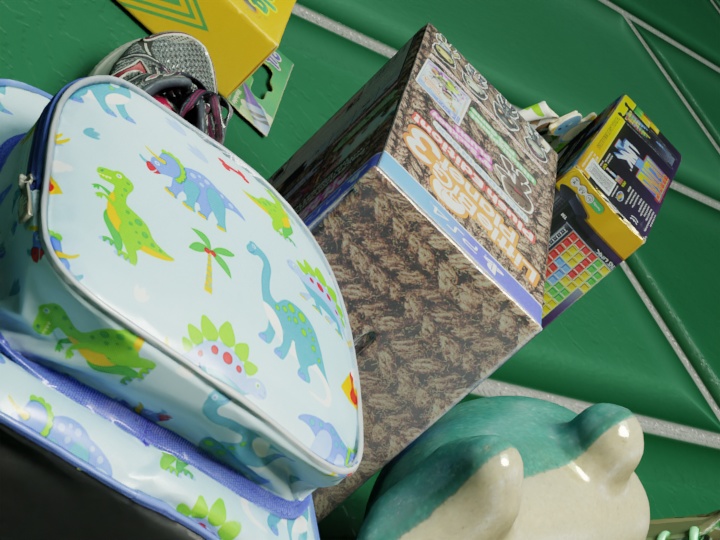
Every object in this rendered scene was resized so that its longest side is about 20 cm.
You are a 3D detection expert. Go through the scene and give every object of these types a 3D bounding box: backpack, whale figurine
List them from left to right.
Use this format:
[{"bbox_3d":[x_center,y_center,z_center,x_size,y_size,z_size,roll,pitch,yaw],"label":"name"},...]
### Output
[{"bbox_3d":[-0.093,0.024,0.637,0.183,0.147,0.201,36,23,-32],"label":"backpack"},{"bbox_3d":[0.044,0.100,0.752,0.104,0.159,0.200,52,6,24],"label":"whale figurine"}]

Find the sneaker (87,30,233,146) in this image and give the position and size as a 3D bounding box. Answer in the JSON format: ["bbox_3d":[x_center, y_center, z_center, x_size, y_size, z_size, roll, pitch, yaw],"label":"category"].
[{"bbox_3d":[-0.094,-0.069,0.878,0.081,0.075,0.200,40,23,-17],"label":"sneaker"}]

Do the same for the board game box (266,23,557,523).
[{"bbox_3d":[0.000,0.000,0.824,0.097,0.159,0.200,43,24,-11],"label":"board game box"}]

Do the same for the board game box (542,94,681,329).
[{"bbox_3d":[0.092,-0.007,0.992,0.057,0.165,0.200,46,23,0],"label":"board game box"}]

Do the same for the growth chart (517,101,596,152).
[{"bbox_3d":[0.074,-0.061,1.087,0.199,0.144,0.018,16,50,-55],"label":"growth chart"}]

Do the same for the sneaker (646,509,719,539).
[{"bbox_3d":[0.138,0.147,0.846,0.088,0.200,0.078,6,72,-31],"label":"sneaker"}]

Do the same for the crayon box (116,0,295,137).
[{"bbox_3d":[-0.105,-0.185,1.076,0.200,0.052,0.126,42,23,-15],"label":"crayon box"}]
